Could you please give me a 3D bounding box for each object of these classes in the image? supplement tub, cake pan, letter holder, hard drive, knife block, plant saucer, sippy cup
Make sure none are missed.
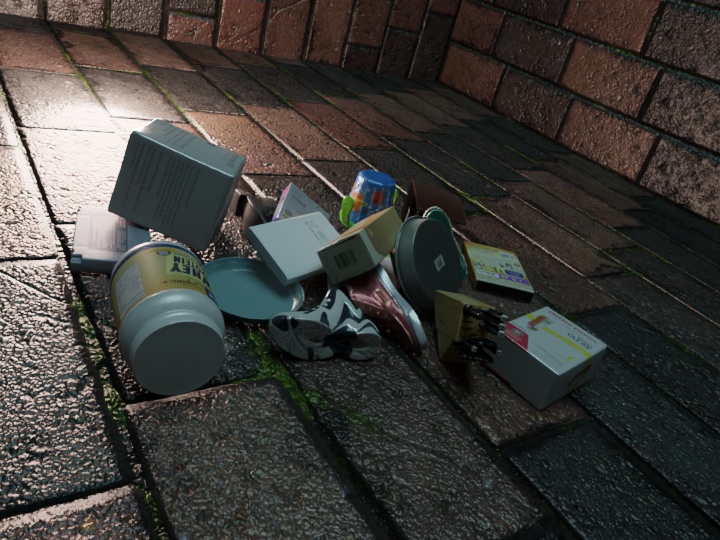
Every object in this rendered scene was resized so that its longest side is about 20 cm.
[{"bbox_3d":[-0.276,0.064,0.854,0.142,0.146,0.200,0,32,-29],"label":"supplement tub"},{"bbox_3d":[0.143,-0.015,1.205,0.036,0.204,0.199,-12,5,40],"label":"cake pan"},{"bbox_3d":[0.187,-0.135,1.540,0.140,0.102,0.201,16,27,-7],"label":"letter holder"},{"bbox_3d":[-0.113,-0.048,1.172,0.199,0.027,0.132,-19,64,-49],"label":"hard drive"},{"bbox_3d":[0.194,0.077,1.045,0.063,0.177,0.202,11,49,-12],"label":"knife block"},{"bbox_3d":[-0.199,0.038,1.075,0.196,0.028,0.201,13,27,-7],"label":"plant saucer"},{"bbox_3d":[0.027,-0.174,1.483,0.137,0.132,0.179,16,27,-3],"label":"sippy cup"}]

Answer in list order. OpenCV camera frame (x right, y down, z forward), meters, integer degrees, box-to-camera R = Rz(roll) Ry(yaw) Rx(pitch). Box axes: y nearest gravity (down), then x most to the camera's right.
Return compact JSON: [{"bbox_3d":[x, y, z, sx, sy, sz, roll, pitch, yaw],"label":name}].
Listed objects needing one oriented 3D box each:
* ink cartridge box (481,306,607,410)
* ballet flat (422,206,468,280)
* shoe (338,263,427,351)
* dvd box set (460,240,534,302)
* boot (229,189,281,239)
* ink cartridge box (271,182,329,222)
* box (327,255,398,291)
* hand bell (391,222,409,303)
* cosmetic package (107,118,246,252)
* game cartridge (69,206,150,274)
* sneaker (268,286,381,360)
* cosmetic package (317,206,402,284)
[{"bbox_3d":[0.342,0.155,1.109,0.198,0.085,0.145,-12,39,-44],"label":"ink cartridge box"},{"bbox_3d":[0.179,-0.060,1.326,0.075,0.202,0.064,-24,28,2],"label":"ballet flat"},{"bbox_3d":[0.037,0.079,1.099,0.090,0.072,0.201,-24,59,-16],"label":"shoe"},{"bbox_3d":[0.327,-0.001,1.445,0.144,0.030,0.201,13,28,-8],"label":"dvd box set"},{"bbox_3d":[-0.188,-0.122,1.339,0.172,0.070,0.201,4,36,-40],"label":"boot"},{"bbox_3d":[-0.131,-0.100,1.293,0.119,0.042,0.201,39,26,-19],"label":"ink cartridge box"},{"bbox_3d":[0.000,0.000,1.253,0.142,0.037,0.201,12,29,-10],"label":"box"},{"bbox_3d":[0.101,-0.002,1.288,0.102,0.105,0.202,14,40,-5],"label":"hand bell"},{"bbox_3d":[-0.353,-0.171,1.174,0.197,0.168,0.168,23,20,-11],"label":"cosmetic package"},{"bbox_3d":[-0.453,-0.055,1.092,0.131,0.041,0.201,1,32,-22],"label":"game cartridge"},{"bbox_3d":[-0.069,0.082,1.014,0.196,0.081,0.130,5,28,-23],"label":"sneaker"},{"bbox_3d":[0.008,-0.053,1.160,0.072,0.104,0.200,63,27,-8],"label":"cosmetic package"}]
